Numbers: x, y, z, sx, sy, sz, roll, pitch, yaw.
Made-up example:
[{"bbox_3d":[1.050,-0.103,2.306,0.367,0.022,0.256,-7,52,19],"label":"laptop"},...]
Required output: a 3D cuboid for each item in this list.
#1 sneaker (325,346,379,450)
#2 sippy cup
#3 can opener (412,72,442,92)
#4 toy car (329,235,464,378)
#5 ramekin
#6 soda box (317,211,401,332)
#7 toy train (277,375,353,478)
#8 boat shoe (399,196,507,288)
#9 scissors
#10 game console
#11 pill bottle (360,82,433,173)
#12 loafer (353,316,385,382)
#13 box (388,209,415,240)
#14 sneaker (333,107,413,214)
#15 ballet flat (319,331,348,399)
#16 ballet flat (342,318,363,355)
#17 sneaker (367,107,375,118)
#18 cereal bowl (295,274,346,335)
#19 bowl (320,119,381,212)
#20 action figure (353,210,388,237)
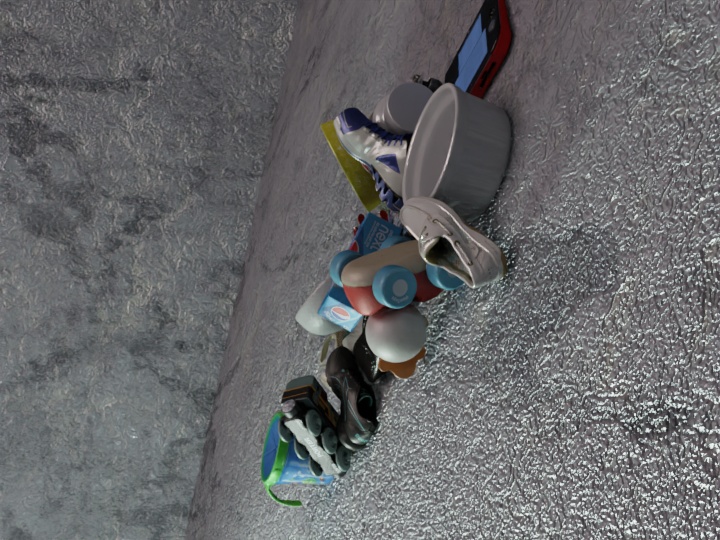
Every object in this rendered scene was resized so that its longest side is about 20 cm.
[{"bbox_3d":[-0.006,0.216,1.599,0.079,0.075,0.201,-46,44,38],"label":"sneaker"},{"bbox_3d":[-0.111,0.351,1.724,0.140,0.130,0.178,-97,27,-55],"label":"sippy cup"},{"bbox_3d":[0.109,-0.307,1.698,0.200,0.067,0.054,110,175,-74],"label":"can opener"},{"bbox_3d":[0.067,0.065,1.386,0.184,0.176,0.201,20,124,61],"label":"toy car"},{"bbox_3d":[0.144,-0.169,1.348,0.200,0.097,0.202,-166,90,-75],"label":"ramekin"},{"bbox_3d":[0.000,0.000,1.511,0.064,0.068,0.200,-57,6,52],"label":"soda box"},{"bbox_3d":[-0.075,0.280,1.598,0.085,0.200,0.114,-17,37,25],"label":"toy train"},{"bbox_3d":[0.110,-0.040,1.236,0.200,0.069,0.071,37,145,42],"label":"boat shoe"},{"bbox_3d":[0.116,-0.057,1.333,0.200,0.073,0.014,-125,24,-52],"label":"scissors"},{"bbox_3d":[0.187,-0.349,1.482,0.177,0.031,0.200,-91,22,-43],"label":"game console"},{"bbox_3d":[0.068,-0.250,1.616,0.200,0.115,0.116,128,153,-70],"label":"pill bottle"},{"bbox_3d":[0.040,0.124,1.528,0.073,0.071,0.200,57,155,25],"label":"loafer"},{"bbox_3d":[0.103,-0.128,1.564,0.200,0.040,0.137,123,155,-49],"label":"box"},{"bbox_3d":[0.054,-0.205,1.498,0.200,0.080,0.115,55,130,10],"label":"sneaker"},{"bbox_3d":[-0.041,0.183,1.725,0.068,0.075,0.201,86,-178,-49],"label":"ballet flat"},{"bbox_3d":[0.019,0.115,1.626,0.200,0.069,0.070,123,156,-59],"label":"ballet flat"},{"bbox_3d":[0.048,-0.306,1.877,0.200,0.075,0.089,-51,10,52],"label":"sneaker"},{"bbox_3d":[-0.022,0.050,1.674,0.200,0.083,0.200,-44,-8,-8],"label":"cereal bowl"},{"bbox_3d":[0.013,-0.229,1.803,0.107,0.201,0.200,-29,25,4],"label":"bowl"},{"bbox_3d":[0.021,-0.065,1.701,0.200,0.065,0.052,96,158,-72],"label":"action figure"}]
